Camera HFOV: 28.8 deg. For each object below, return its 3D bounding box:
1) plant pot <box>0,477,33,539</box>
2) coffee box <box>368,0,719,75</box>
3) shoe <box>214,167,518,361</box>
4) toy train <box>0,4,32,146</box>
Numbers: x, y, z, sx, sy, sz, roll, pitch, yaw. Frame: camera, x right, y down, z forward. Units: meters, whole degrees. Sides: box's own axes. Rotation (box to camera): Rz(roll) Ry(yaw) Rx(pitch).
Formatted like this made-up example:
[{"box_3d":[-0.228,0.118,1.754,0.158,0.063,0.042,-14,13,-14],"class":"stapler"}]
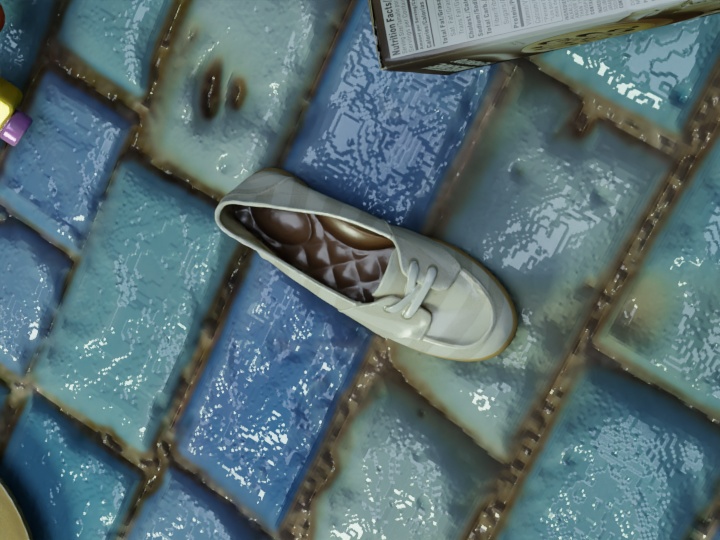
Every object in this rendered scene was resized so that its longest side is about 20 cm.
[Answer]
[{"box_3d":[-0.310,0.210,1.015,0.199,0.027,0.201,3,98,21],"class":"plant pot"},{"box_3d":[0.113,-0.162,0.744,0.199,0.113,0.080,-9,93,24],"class":"coffee box"},{"box_3d":[0.000,0.000,0.843,0.199,0.053,0.070,27,106,17],"class":"shoe"},{"box_3d":[-0.295,-0.140,0.927,0.199,0.056,0.151,-18,121,23],"class":"toy train"}]
